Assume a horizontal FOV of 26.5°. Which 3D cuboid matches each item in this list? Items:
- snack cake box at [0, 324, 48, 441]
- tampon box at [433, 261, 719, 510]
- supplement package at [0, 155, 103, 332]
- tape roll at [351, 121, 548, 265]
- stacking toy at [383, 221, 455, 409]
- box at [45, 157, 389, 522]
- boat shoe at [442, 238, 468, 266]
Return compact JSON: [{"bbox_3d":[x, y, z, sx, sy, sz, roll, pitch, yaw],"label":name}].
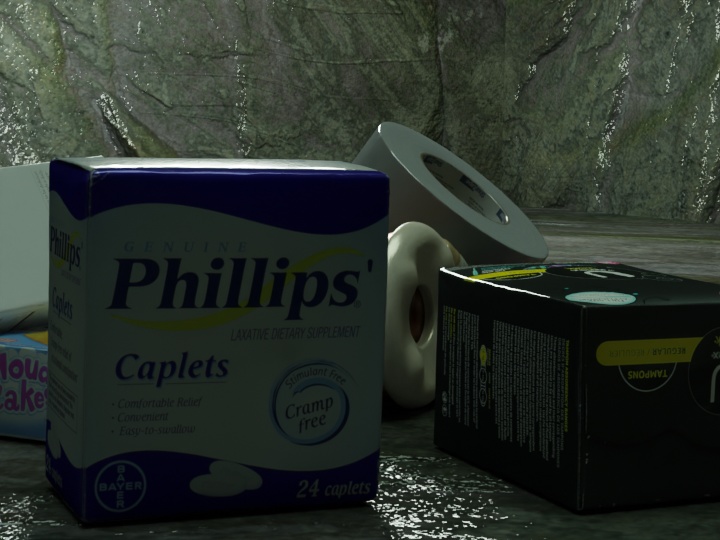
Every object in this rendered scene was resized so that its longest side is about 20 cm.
[{"bbox_3d":[-0.174,0.083,1.088,0.199,0.068,0.115,4,7,23],"label":"snack cake box"},{"bbox_3d":[0.156,0.068,1.007,0.149,0.127,0.200,-2,7,-24],"label":"tampon box"},{"bbox_3d":[-0.283,-0.004,1.178,0.117,0.118,0.199,-31,-12,39],"label":"supplement package"},{"bbox_3d":[0.079,-0.052,1.432,0.200,0.066,0.200,33,18,-12],"label":"tape roll"},{"bbox_3d":[-0.029,0.035,1.237,0.199,0.147,0.146,0,5,26],"label":"stacking toy"},{"bbox_3d":[-0.087,0.035,0.910,0.183,0.202,0.105,-1,7,-22],"label":"box"},{"bbox_3d":[0.000,0.000,1.322,0.199,0.069,0.074,-5,46,22],"label":"boat shoe"}]
